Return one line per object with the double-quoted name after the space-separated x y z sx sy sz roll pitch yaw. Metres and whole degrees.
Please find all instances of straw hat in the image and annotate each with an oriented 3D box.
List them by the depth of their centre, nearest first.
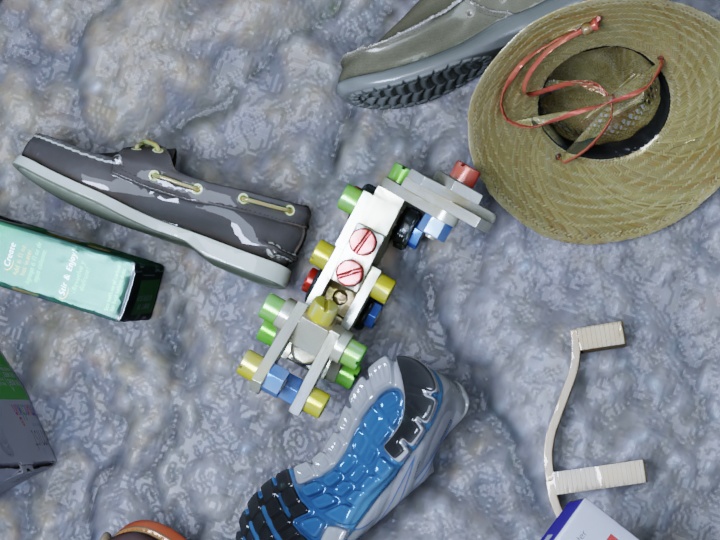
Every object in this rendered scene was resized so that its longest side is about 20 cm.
0.154 -0.121 1.729 0.200 0.085 0.202 -8 128 -10 "straw hat"

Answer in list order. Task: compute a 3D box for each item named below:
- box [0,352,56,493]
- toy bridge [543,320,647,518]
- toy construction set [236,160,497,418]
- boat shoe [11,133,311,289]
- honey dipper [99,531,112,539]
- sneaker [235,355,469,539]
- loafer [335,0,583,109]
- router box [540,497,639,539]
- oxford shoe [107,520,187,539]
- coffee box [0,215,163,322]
-0.307 0.127 1.701 0.176 0.200 0.097 -29 84 3 "box"
0.156 0.138 1.749 0.067 0.027 0.201 -8 86 4 "toy bridge"
0.000 0.000 1.717 0.092 0.131 0.200 43 95 4 "toy construction set"
-0.132 -0.052 1.766 0.200 0.072 0.061 23 84 -1 "boat shoe"
-0.084 0.225 1.761 0.199 0.038 0.038 20 88 2 "honey dipper"
0.001 0.142 1.739 0.200 0.087 0.075 -47 61 18 "sneaker"
0.070 -0.168 1.760 0.199 0.075 0.070 -24 79 -7 "loafer"
0.146 0.273 1.634 0.179 0.049 0.200 39 80 -1 "router box"
-0.089 0.236 1.694 0.199 0.073 0.071 29 104 10 "oxford shoe"
-0.236 -0.013 1.745 0.199 0.123 0.044 17 91 4 "coffee box"
